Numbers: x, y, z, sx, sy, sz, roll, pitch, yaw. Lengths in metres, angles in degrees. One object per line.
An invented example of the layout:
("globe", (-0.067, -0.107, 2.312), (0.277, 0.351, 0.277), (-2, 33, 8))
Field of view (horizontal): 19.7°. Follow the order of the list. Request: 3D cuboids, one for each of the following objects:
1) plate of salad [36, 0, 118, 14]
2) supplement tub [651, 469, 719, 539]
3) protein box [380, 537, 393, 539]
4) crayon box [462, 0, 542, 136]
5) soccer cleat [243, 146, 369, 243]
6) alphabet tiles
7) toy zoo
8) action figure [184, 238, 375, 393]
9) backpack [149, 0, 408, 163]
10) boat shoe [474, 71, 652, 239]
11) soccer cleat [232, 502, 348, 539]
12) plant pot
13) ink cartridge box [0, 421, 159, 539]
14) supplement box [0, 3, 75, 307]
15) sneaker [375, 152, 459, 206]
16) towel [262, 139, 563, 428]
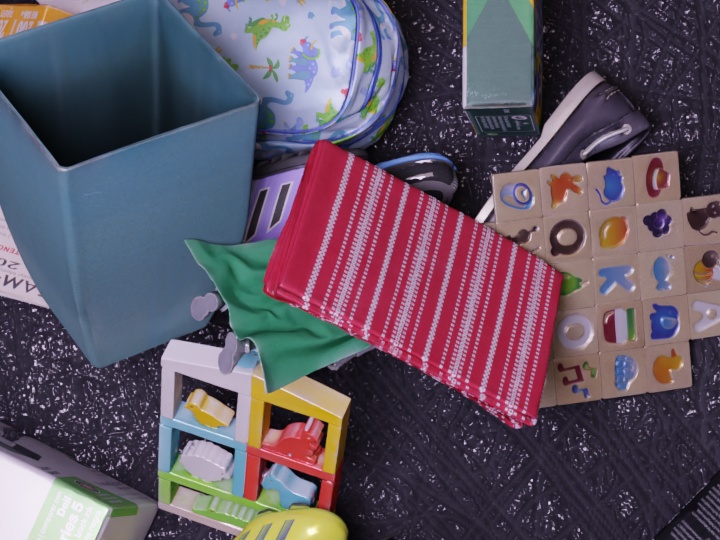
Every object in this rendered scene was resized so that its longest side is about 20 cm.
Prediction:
("plate of salad", (-0.170, -0.272, 1.477), (0.199, 0.048, 0.201), (-22, 49, 27))
("supplement tub", (0.260, 0.201, 1.383), (0.200, 0.123, 0.123), (-45, 81, 2))
("protein box", (-0.038, 0.290, 1.378), (0.198, 0.200, 0.135), (-33, 82, 4))
("crayon box", (0.100, -0.202, 1.438), (0.051, 0.126, 0.202), (-1, 85, 8))
("soccer cleat", (-0.073, -0.029, 1.460), (0.199, 0.068, 0.074), (-22, 77, 25))
("alphabet tiles", (0.161, 0.008, 1.433), (0.198, 0.006, 0.168), (-7, 100, -8))
("toy zoo", (-0.075, 0.117, 1.416), (0.130, 0.201, 0.021), (18, 48, 9))
("action figure", (-0.015, 0.021, 1.363), (0.055, 0.199, 0.119), (-47, 62, 44))
("backpack", (-0.065, -0.148, 1.461), (0.198, 0.154, 0.165), (12, 82, -2))
("boat shoe", (0.129, -0.044, 1.449), (0.063, 0.073, 0.201), (35, 86, 12))
("soccer cleat", (-0.093, 0.227, 1.434), (0.199, 0.084, 0.065), (-26, 122, 20))
("plant pot", (-0.159, -0.047, 1.357), (0.141, 0.201, 0.141), (-21, 46, -25))
("ink cartridge box", (-0.258, 0.158, 1.449), (0.199, 0.145, 0.085), (25, 89, 9))
("supplement box", (-0.249, -0.085, 1.474), (0.073, 0.126, 0.202), (18, 86, -35))
("sneaker", (0.000, 0.000, 1.452), (0.200, 0.071, 0.083), (-44, 45, 7))
("towel", (0.038, 0.007, 1.354), (0.199, 0.023, 0.145), (28, 46, -13))
